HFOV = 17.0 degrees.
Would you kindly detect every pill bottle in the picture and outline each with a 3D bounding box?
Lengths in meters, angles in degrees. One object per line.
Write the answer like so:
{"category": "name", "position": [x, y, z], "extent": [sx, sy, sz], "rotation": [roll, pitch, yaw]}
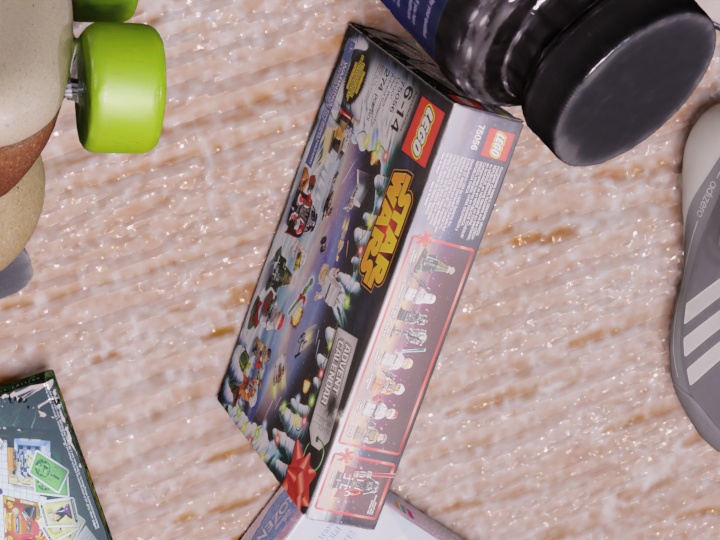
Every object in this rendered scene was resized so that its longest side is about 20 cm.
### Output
{"category": "pill bottle", "position": [0.058, -0.142, 1.031], "extent": [0.112, 0.200, 0.112], "rotation": [-29, 151, -17]}

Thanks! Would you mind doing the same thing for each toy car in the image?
{"category": "toy car", "position": [-0.185, -0.056, 1.051], "extent": [0.164, 0.158, 0.200], "rotation": [0, 138, -16]}

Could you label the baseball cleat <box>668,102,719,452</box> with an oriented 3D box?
{"category": "baseball cleat", "position": [0.199, 0.018, 1.204], "extent": [0.070, 0.106, 0.200], "rotation": [-18, 117, -17]}

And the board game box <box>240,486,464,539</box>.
{"category": "board game box", "position": [-0.005, 0.221, 1.244], "extent": [0.199, 0.043, 0.200], "rotation": [35, 96, -26]}

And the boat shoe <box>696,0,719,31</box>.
{"category": "boat shoe", "position": [0.239, -0.102, 1.194], "extent": [0.199, 0.075, 0.093], "rotation": [16, 139, -2]}

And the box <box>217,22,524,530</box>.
{"category": "box", "position": [0.000, 0.000, 1.110], "extent": [0.040, 0.137, 0.200], "rotation": [13, 104, -26]}

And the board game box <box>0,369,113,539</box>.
{"category": "board game box", "position": [-0.164, 0.156, 1.152], "extent": [0.105, 0.023, 0.200], "rotation": [-19, 105, -7]}
